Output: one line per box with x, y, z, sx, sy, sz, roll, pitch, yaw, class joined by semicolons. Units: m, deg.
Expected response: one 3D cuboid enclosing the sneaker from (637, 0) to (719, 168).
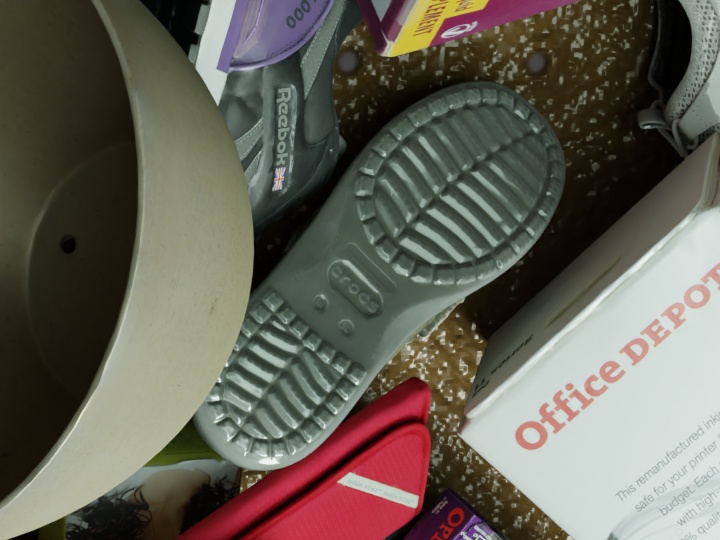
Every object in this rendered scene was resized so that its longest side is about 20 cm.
0.152;-0.060;0.879;0.081;0.075;0.202;-16;102;-7;sneaker

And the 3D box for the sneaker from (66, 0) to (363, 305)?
-0.048;-0.031;0.797;0.087;0.076;0.202;13;99;-31;sneaker

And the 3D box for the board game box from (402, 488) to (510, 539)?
0.060;0.192;0.920;0.120;0.032;0.200;-46;127;2;board game box

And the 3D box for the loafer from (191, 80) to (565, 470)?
0.000;0.000;0.827;0.200;0.070;0.075;-42;95;-25;loafer

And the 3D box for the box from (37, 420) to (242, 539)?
-0.093;0.162;0.854;0.075;0.050;0.202;-3;108;-21;box

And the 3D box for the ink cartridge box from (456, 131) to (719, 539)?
0.159;0.067;0.850;0.200;0.083;0.147;43;116;-10;ink cartridge box

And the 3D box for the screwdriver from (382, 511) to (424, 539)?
-0.032;0.060;0.868;0.028;0.029;0.200;-45;108;-3;screwdriver

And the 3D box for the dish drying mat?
-0.045;0.115;0.797;0.199;0.018;0.077;-33;145;-35;dish drying mat

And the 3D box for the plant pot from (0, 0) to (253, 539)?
-0.111;-0.007;0.691;0.134;0.200;0.202;12;104;-58;plant pot

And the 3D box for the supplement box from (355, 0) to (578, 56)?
0.091;-0.167;0.756;0.199;0.131;0.104;-19;78;-15;supplement box
